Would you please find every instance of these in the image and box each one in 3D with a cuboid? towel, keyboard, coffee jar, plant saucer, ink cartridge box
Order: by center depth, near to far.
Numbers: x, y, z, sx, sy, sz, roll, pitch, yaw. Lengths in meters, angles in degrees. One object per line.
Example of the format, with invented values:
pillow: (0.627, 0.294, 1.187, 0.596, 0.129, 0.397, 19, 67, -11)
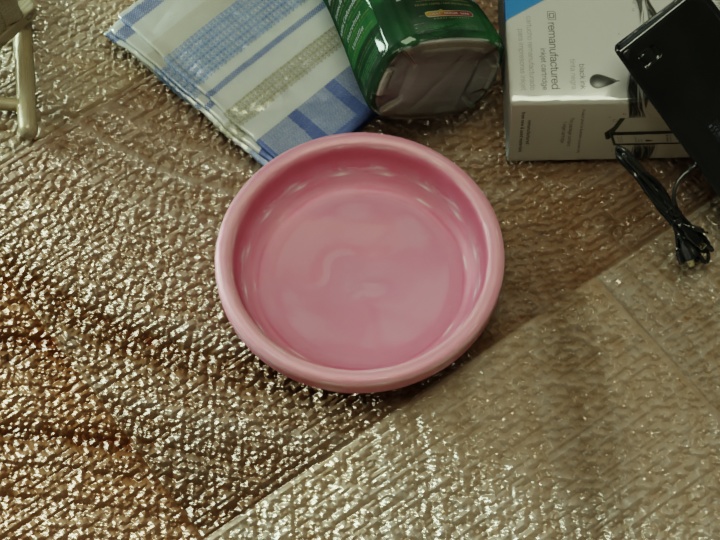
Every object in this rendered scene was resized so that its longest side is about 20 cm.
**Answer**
keyboard: (0.241, -0.082, 1.593, 0.127, 0.021, 0.200, -38, 101, -1)
plant saucer: (0.000, 0.000, 1.598, 0.200, 0.051, 0.201, -1, 61, 2)
ink cartridge box: (0.202, -0.161, 1.664, 0.199, 0.084, 0.146, -2, 61, 0)
coffee jar: (0.020, -0.207, 1.679, 0.104, 0.085, 0.200, -6, 50, -28)
towel: (-0.073, -0.161, 1.708, 0.200, 0.024, 0.147, 40, 67, 19)

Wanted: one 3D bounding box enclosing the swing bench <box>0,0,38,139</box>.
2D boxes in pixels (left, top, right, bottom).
swing bench: (-0.280, -0.235, 1.654, 0.129, 0.199, 0.200, 8, 60, 6)
